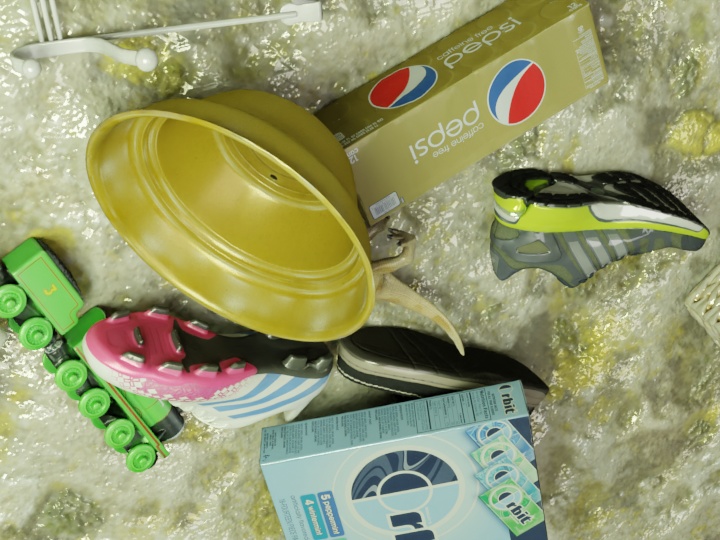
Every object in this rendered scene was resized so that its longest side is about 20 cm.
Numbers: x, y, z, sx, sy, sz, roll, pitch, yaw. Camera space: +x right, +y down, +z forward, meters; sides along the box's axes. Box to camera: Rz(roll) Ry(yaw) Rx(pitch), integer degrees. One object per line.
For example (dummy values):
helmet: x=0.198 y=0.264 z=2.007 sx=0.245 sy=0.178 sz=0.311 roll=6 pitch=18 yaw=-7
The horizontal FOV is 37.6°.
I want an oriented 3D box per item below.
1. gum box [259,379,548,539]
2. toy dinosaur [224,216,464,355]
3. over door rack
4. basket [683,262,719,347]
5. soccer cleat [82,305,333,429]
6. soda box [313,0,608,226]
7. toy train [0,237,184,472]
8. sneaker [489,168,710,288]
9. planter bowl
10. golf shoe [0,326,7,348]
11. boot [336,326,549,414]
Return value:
gum box: x=0.039 y=0.178 z=0.812 sx=0.197 sy=0.045 sz=0.171 roll=-11 pitch=123 yaw=5
toy dinosaur: x=0.000 y=0.000 z=0.778 sx=0.198 sy=0.059 sz=0.102 roll=11 pitch=126 yaw=-22
over door rack: x=-0.111 y=-0.197 z=0.597 sx=0.198 sy=0.067 sz=0.149 roll=-15 pitch=123 yaw=-18
basket: x=0.431 y=0.048 z=0.937 sx=0.200 sy=0.161 sz=0.198 roll=-47 pitch=126 yaw=3
soccer cleat: x=-0.106 y=0.079 z=0.736 sx=0.198 sy=0.070 sz=0.087 roll=7 pitch=126 yaw=-40
soda box: x=0.067 y=-0.117 z=0.726 sx=0.199 sy=0.068 sz=0.064 roll=-31 pitch=125 yaw=-7
toy train: x=-0.183 y=0.061 z=0.721 sx=0.056 sy=0.042 sz=0.201 roll=-40 pitch=127 yaw=-14
sneaker: x=0.185 y=-0.030 z=0.838 sx=0.197 sy=0.074 sz=0.082 roll=4 pitch=122 yaw=-19
planter bowl: x=-0.065 y=-0.050 z=0.662 sx=0.201 sy=0.199 sz=0.084 roll=57 pitch=49 yaw=-36
golf shoe: x=-0.263 y=0.020 z=0.638 sx=0.096 sy=0.079 sz=0.202 roll=-1 pitch=126 yaw=-24
boot: x=0.046 y=0.131 z=0.853 sx=0.198 sy=0.073 sz=0.152 roll=12 pitch=111 yaw=-36
